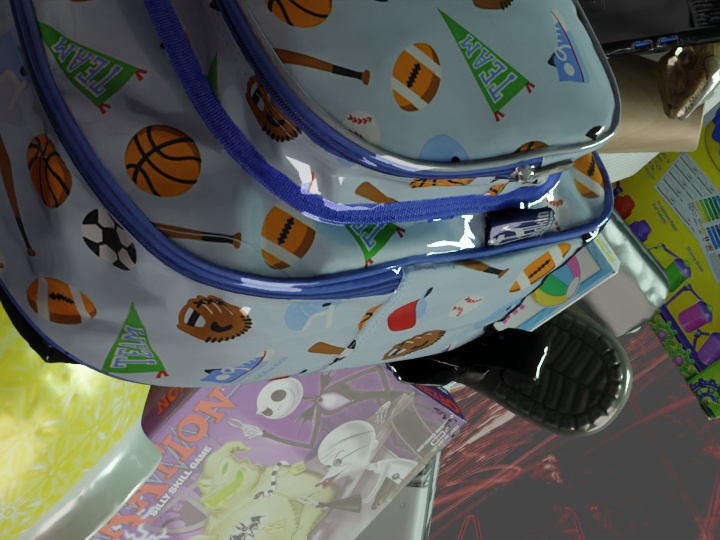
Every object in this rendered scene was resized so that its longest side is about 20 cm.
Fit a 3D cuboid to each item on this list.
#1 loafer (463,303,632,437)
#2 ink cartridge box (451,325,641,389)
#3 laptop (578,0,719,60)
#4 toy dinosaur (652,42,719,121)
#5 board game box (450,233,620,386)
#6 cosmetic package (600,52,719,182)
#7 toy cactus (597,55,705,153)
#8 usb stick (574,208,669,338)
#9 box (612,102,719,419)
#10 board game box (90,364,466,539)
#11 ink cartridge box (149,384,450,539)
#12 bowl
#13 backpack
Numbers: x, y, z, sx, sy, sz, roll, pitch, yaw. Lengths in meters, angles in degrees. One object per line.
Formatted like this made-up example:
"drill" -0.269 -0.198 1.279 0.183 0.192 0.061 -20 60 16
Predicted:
"loafer" 0.046 0.019 1.355 0.073 0.200 0.071 -55 161 5
"ink cartridge box" 0.029 0.025 1.497 0.199 0.085 0.146 -15 180 30
"laptop" 0.176 -0.162 1.130 0.199 0.104 0.177 -8 -166 7
"toy dinosaur" 0.189 -0.094 1.167 0.060 0.106 0.200 -43 172 31
"board game box" 0.000 0.000 1.296 0.200 0.135 0.034 -34 -178 11
"cosmetic package" 0.148 -0.116 1.386 0.101 0.071 0.200 -20 164 -47
"toy cactus" 0.058 -0.067 1.156 0.164 0.103 0.200 8 180 3
"usb stick" 0.086 -0.034 1.369 0.055 0.033 0.200 -35 129 9
"box" 0.228 -0.060 1.527 0.192 0.200 0.122 -37 169 28
"board game box" -0.063 0.102 1.170 0.120 0.032 0.200 35 105 -34
"ink cartridge box" -0.038 0.082 1.253 0.145 0.201 0.083 9 -170 6
"bowl" -0.141 0.060 1.080 0.200 0.108 0.200 -42 -175 4
"backpack" -0.030 -0.055 0.852 0.190 0.200 0.154 -17 158 -34
